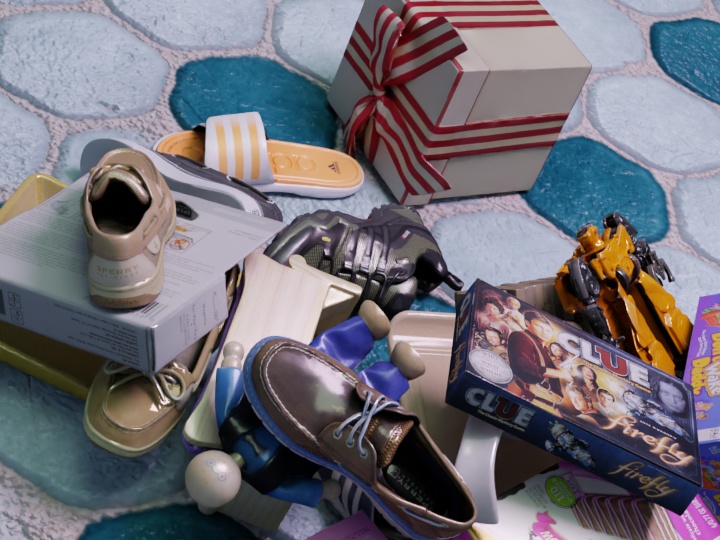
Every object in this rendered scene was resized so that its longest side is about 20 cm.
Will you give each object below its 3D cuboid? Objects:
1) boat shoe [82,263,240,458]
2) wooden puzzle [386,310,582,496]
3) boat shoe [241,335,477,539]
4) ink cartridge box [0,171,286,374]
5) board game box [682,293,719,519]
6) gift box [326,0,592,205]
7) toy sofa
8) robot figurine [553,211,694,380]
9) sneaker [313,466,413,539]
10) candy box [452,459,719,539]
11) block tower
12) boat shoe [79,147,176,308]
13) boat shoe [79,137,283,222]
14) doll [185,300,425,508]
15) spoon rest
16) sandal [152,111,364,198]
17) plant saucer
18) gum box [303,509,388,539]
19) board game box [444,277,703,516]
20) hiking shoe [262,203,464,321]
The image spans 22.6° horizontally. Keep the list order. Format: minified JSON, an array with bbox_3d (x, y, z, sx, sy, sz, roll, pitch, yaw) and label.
[{"bbox_3d":[-0.145,0.060,1.353,0.073,0.063,0.201,29,40,7],"label":"boat shoe"},{"bbox_3d":[0.118,0.132,1.477,0.184,0.037,0.201,4,58,-21],"label":"wooden puzzle"},{"bbox_3d":[0.007,0.113,1.256,0.200,0.072,0.072,39,67,-16],"label":"boat shoe"},{"bbox_3d":[-0.182,-0.005,1.370,0.199,0.044,0.173,17,34,28],"label":"ink cartridge box"},{"bbox_3d":[0.313,0.130,1.514,0.045,0.135,0.200,-12,32,26],"label":"board game box"},{"bbox_3d":[0.090,-0.174,1.702,0.186,0.185,0.200,-6,42,-33],"label":"gift box"},{"bbox_3d":[-0.075,0.088,1.384,0.097,0.083,0.201,21,53,-6],"label":"toy sofa"},{"bbox_3d":[0.234,0.050,1.545,0.201,0.058,0.145,58,37,-9],"label":"robot figurine"},{"bbox_3d":[0.020,0.162,1.375,0.075,0.085,0.200,-5,47,-29],"label":"sneaker"},{"bbox_3d":[0.176,0.215,1.381,0.199,0.061,0.137,-24,66,-33],"label":"candy box"},{"bbox_3d":[0.172,0.034,1.595,0.199,0.058,0.054,-6,4,-32],"label":"block tower"},{"bbox_3d":[-0.172,-0.049,1.338,0.071,0.065,0.200,-6,31,-6],"label":"boat shoe"},{"bbox_3d":[-0.150,-0.067,1.540,0.199,0.070,0.066,17,16,32],"label":"boat shoe"},{"bbox_3d":[-0.050,0.102,1.301,0.200,0.048,0.137,-38,86,-29],"label":"doll"},{"bbox_3d":[0.113,0.116,1.389,0.099,0.061,0.200,5,28,18],"label":"spoon rest"},{"bbox_3d":[-0.088,-0.113,1.646,0.206,0.059,0.079,2,44,-23],"label":"sandal"},{"bbox_3d":[-0.220,0.029,1.438,0.199,0.049,0.200,26,40,2],"label":"plant saucer"},{"bbox_3d":[-0.037,0.258,1.246,0.199,0.066,0.114,-23,57,-35],"label":"gum box"},{"bbox_3d":[0.163,0.094,1.371,0.199,0.035,0.136,26,30,-8],"label":"board game box"},{"bbox_3d":[0.000,0.000,1.551,0.199,0.076,0.101,-16,50,-38],"label":"hiking shoe"}]
